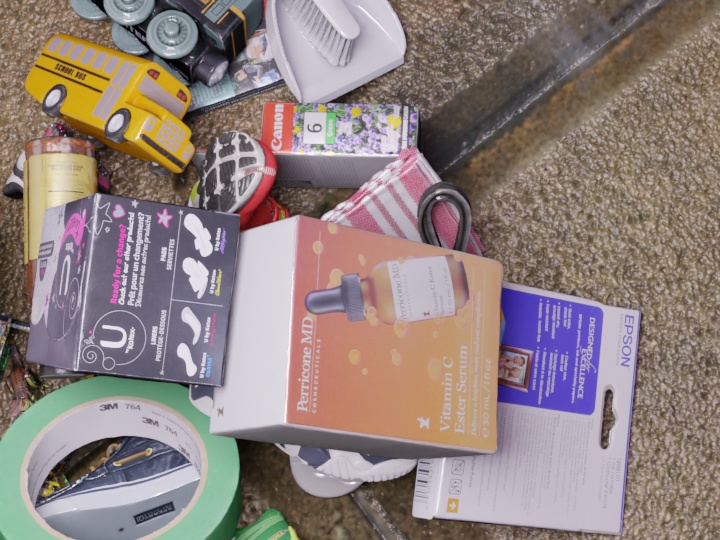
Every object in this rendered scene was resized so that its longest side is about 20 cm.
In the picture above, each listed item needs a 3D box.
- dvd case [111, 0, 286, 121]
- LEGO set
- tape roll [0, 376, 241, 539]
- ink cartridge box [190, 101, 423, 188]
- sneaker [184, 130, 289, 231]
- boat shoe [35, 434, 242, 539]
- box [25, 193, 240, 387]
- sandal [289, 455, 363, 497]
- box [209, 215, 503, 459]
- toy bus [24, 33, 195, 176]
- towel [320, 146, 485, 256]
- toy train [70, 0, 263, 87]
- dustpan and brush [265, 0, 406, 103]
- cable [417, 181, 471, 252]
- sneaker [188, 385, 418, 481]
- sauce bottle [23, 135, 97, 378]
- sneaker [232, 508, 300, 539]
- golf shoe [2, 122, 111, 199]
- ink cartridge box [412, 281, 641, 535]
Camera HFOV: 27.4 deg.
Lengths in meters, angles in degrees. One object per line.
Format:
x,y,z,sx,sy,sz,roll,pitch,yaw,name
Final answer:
-0.125,-0.227,1.362,0.198,0.022,0.147,-19,79,0,dvd case
-0.304,0.113,1.268,0.153,0.116,0.202,22,83,8,LEGO set
-0.195,0.173,1.179,0.198,0.048,0.202,1,46,-2,tape roll
-0.045,-0.109,1.290,0.198,0.109,0.051,2,78,5,ink cartridge box
-0.098,-0.056,1.250,0.084,0.200,0.078,7,68,-19,sneaker
-0.205,0.181,1.256,0.198,0.071,0.091,-15,43,-13,boat shoe
-0.181,0.015,1.131,0.114,0.200,0.134,7,86,-23,box
-0.006,0.102,1.265,0.082,0.050,0.205,17,110,7,sandal
0.000,0.057,1.113,0.199,0.106,0.154,11,76,-35,box
-0.213,-0.146,1.281,0.199,0.065,0.079,23,79,46,toy bus
0.000,0.000,1.255,0.199,0.147,0.030,-36,42,3,towel
-0.181,-0.251,1.323,0.200,0.085,0.114,39,74,12,toy train
-0.048,-0.257,1.305,0.139,0.057,0.201,-31,82,-36,dustpan and brush
0.071,0.026,1.244,0.096,0.051,0.201,14,125,-2,cable
-0.030,0.081,1.193,0.198,0.080,0.131,25,113,6,sneaker
-0.253,-0.010,1.248,0.065,0.066,0.202,-2,84,4,sauce bottle
-0.141,0.264,1.264,0.198,0.074,0.084,-20,53,5,sneaker
-0.239,-0.034,1.317,0.092,0.073,0.200,-44,71,9,golf shoe
0.143,0.117,1.241,0.198,0.043,0.200,11,82,-30,ink cartridge box
